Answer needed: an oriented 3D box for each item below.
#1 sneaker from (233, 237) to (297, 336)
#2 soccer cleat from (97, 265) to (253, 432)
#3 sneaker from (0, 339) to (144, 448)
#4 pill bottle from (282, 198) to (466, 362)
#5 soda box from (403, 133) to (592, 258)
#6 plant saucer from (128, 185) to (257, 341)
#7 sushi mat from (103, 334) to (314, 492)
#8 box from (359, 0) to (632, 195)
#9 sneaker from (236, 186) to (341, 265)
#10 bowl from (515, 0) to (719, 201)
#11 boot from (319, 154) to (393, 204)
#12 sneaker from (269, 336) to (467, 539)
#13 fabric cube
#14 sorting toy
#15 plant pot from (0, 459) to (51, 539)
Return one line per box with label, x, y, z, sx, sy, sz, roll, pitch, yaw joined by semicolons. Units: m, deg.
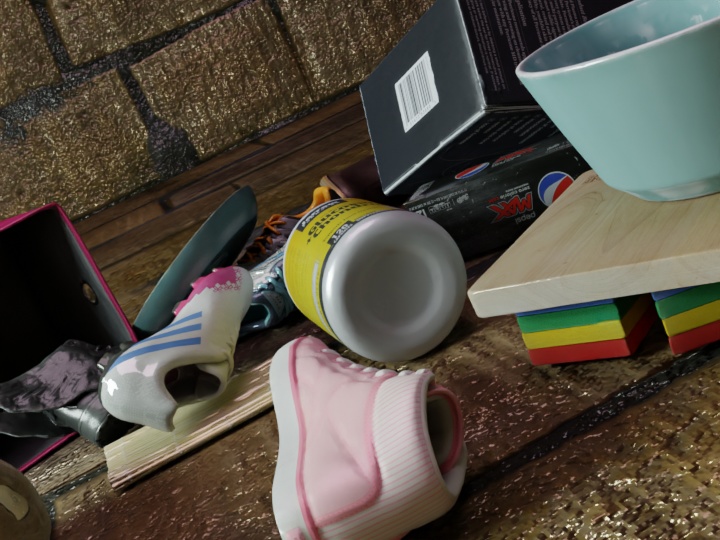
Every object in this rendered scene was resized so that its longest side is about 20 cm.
sneaker;-0.068;0.016;0.975;0.199;0.078;0.086;-30;18;16
soccer cleat;-0.130;0.067;0.840;0.086;0.070;0.200;21;37;19
sneaker;-0.225;0.087;0.893;0.104;0.060;0.200;24;39;18
pill bottle;0.000;0.000;0.818;0.112;0.113;0.200;-27;15;-12
soda box;0.146;-0.070;0.911;0.199;0.071;0.063;-18;16;23
plant saucer;-0.162;0.002;1.030;0.201;0.027;0.200;-54;-1;-2
sushi mat;-0.111;0.109;0.810;0.199;0.012;0.096;-28;14;-13
box;0.134;-0.166;0.955;0.196;0.125;0.200;-5;-14;-27
sneaker;-0.088;-0.020;1.104;0.200;0.078;0.078;-34;19;-28
bowl;0.207;-0.113;0.621;0.200;0.106;0.201;-23;14;6
boot;0.037;-0.125;1.256;0.166;0.073;0.200;-31;8;5
sneaker;0.007;0.086;0.575;0.104;0.076;0.200;-27;22;7
fabric cube;-0.357;0.072;0.973;0.200;0.197;0.199;-35;16;-33
sorting toy;0.202;-0.015;0.632;0.198;0.070;0.200;-12;19;40
plant pot;-0.289;0.163;0.596;0.183;0.202;0.200;0;26;35
